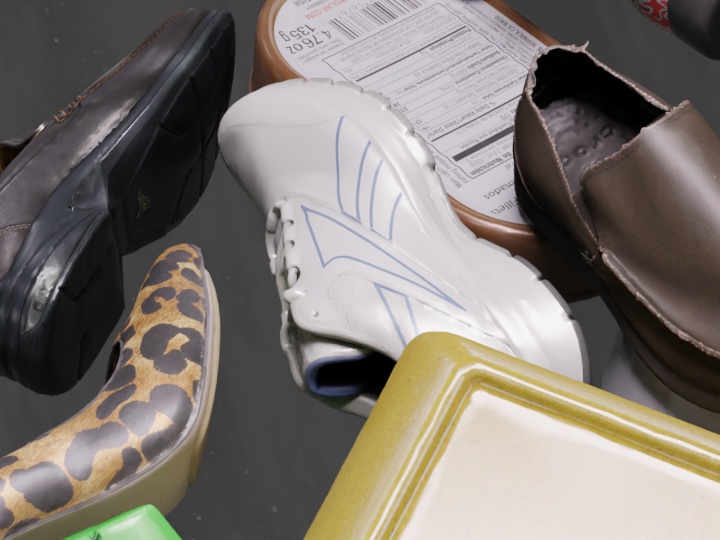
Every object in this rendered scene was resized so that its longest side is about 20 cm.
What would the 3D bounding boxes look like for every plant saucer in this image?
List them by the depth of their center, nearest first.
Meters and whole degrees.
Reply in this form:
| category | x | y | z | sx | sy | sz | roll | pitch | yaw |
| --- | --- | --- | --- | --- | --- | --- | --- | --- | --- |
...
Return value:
| category | x | y | z | sx | sy | sz | roll | pitch | yaw |
| --- | --- | --- | --- | --- | --- | --- | --- | --- | --- |
| plant saucer | 0.067 | 0.116 | 0.960 | 0.199 | 0.049 | 0.200 | 20 | 60 | 15 |

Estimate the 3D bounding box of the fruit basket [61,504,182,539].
| category | x | y | z | sx | sy | sz | roll | pitch | yaw |
| --- | --- | --- | --- | --- | --- | --- | --- | --- | --- |
| fruit basket | -0.073 | 0.180 | 0.842 | 0.155 | 0.216 | 0.216 | -24 | 50 | -28 |

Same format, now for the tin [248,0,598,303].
| category | x | y | z | sx | sy | sz | roll | pitch | yaw |
| --- | --- | --- | --- | --- | --- | --- | --- | --- | --- |
| tin | 0.038 | -0.061 | 1.193 | 0.112 | 0.042 | 0.200 | -31 | 54 | -27 |

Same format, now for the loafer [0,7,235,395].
| category | x | y | z | sx | sy | sz | roll | pitch | yaw |
| --- | --- | --- | --- | --- | --- | --- | --- | --- | --- |
| loafer | -0.107 | -0.039 | 1.132 | 0.072 | 0.073 | 0.200 | 15 | 42 | 17 |

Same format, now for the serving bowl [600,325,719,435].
| category | x | y | z | sx | sy | sz | roll | pitch | yaw |
| --- | --- | --- | --- | --- | --- | --- | --- | --- | --- |
| serving bowl | 0.190 | 0.035 | 1.083 | 0.199 | 0.066 | 0.201 | 3 | 42 | -3 |

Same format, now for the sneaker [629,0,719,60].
| category | x | y | z | sx | sy | sz | roll | pitch | yaw |
| --- | --- | --- | --- | --- | --- | --- | --- | --- | --- |
| sneaker | 0.182 | -0.184 | 1.289 | 0.201 | 0.067 | 0.108 | -40 | 55 | -15 |

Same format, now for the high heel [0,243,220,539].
| category | x | y | z | sx | sy | sz | roll | pitch | yaw |
| --- | --- | --- | --- | --- | --- | --- | --- | --- | --- |
| high heel | -0.125 | 0.057 | 1.020 | 0.142 | 0.072 | 0.201 | 12 | 52 | -2 |

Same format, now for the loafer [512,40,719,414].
| category | x | y | z | sx | sy | sz | roll | pitch | yaw |
| --- | --- | --- | --- | --- | --- | --- | --- | --- | --- |
| loafer | 0.108 | -0.018 | 1.051 | 0.073 | 0.071 | 0.200 | -35 | 42 | -13 |

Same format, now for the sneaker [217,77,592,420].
| category | x | y | z | sx | sy | sz | roll | pitch | yaw |
| --- | --- | --- | --- | --- | --- | --- | --- | --- | --- |
| sneaker | 0.000 | 0.000 | 1.100 | 0.087 | 0.075 | 0.200 | -26 | 50 | -23 |
